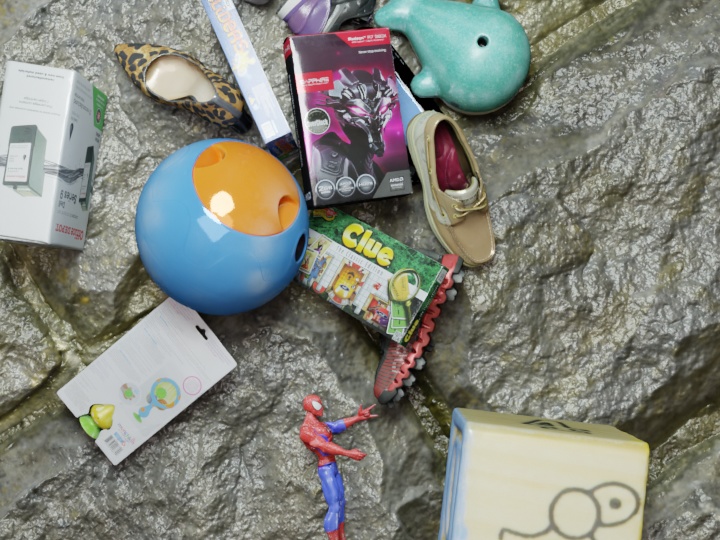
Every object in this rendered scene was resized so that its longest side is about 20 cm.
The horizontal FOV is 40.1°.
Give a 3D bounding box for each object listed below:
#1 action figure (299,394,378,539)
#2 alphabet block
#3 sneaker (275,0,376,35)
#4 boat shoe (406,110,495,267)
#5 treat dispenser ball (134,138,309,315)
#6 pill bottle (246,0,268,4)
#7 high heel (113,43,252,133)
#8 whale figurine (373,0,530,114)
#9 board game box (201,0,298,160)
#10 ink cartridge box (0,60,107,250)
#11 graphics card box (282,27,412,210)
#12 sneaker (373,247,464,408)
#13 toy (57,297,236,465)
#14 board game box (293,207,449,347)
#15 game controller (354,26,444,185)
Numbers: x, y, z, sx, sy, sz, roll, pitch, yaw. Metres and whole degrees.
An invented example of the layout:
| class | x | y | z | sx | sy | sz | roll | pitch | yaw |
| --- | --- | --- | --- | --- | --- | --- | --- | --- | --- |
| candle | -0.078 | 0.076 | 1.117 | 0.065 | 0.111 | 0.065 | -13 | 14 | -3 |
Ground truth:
| class | x | y | z | sx | sy | sz | roll | pitch | yaw |
| --- | --- | --- | --- | --- | --- | --- | --- | --- | --- |
| action figure | -0.013 | 0.241 | 1.187 | 0.098 | 0.065 | 0.202 | -18 | 88 | 9 |
| alphabet block | 0.198 | 0.267 | 1.115 | 0.198 | 0.196 | 0.198 | 7 | 89 | 2 |
| sneaker | -0.006 | -0.349 | 1.209 | 0.200 | 0.076 | 0.088 | -45 | 99 | -6 |
| boat shoe | 0.114 | -0.093 | 1.176 | 0.074 | 0.066 | 0.201 | -29 | 104 | -14 |
| treat dispenser ball | -0.158 | -0.050 | 1.134 | 0.199 | 0.201 | 0.203 | 0 | 88 | 1 |
| pill bottle | -0.115 | -0.437 | 1.192 | 0.115 | 0.116 | 0.201 | 29 | 88 | 2 |
| high heel | -0.220 | -0.232 | 1.172 | 0.199 | 0.143 | 0.072 | 30 | 90 | 3 |
| whale figurine | 0.112 | -0.279 | 1.183 | 0.199 | 0.104 | 0.160 | 39 | 86 | 4 |
| board game box | -0.133 | -0.236 | 1.174 | 0.034 | 0.135 | 0.202 | -24 | 88 | -1 |
| ink cartridge box | -0.372 | -0.129 | 1.171 | 0.083 | 0.146 | 0.202 | 8 | 89 | 1 |
| graphics card box | -0.016 | -0.178 | 1.155 | 0.124 | 0.051 | 0.202 | -8 | 91 | -14 |
| sneaker | 0.050 | 0.062 | 1.190 | 0.097 | 0.071 | 0.202 | 23 | 90 | 6 |
| toy | -0.258 | 0.130 | 1.207 | 0.200 | 0.047 | 0.115 | -39 | 90 | 3 |
| board game box | 0.000 | 0.000 | 1.171 | 0.199 | 0.023 | 0.105 | 28 | 86 | 32 |
| game controller | 0.032 | -0.202 | 1.215 | 0.104 | 0.042 | 0.201 | -37 | 88 | 0 |
